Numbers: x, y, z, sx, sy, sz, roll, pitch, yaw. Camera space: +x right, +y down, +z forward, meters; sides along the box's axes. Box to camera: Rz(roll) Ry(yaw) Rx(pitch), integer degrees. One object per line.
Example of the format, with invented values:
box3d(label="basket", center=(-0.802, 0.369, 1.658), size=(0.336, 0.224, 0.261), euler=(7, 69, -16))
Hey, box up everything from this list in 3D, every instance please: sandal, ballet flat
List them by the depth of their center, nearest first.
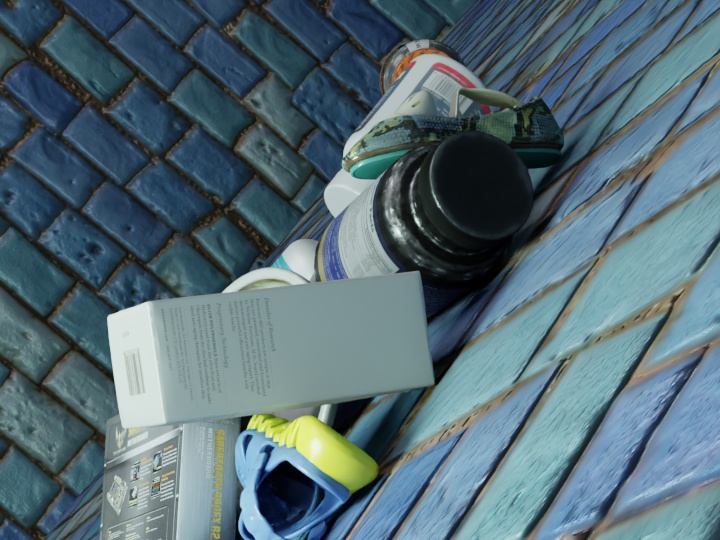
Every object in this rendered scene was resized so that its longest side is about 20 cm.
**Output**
box3d(label="sandal", center=(-0.056, 0.149, 1.239), size=(0.087, 0.079, 0.200), euler=(-54, 5, -14))
box3d(label="ballet flat", center=(0.069, -0.112, 1.456), size=(0.199, 0.075, 0.074), euler=(-4, -21, -30))

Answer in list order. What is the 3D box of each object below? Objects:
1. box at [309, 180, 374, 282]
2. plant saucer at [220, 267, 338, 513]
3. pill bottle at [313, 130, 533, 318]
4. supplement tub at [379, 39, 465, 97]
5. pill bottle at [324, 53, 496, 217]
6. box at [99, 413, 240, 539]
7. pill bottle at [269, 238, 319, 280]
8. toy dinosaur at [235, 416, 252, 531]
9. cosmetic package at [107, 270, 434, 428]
box3d(label="box", center=(0.000, 0.000, 1.551), size=(0.201, 0.049, 0.082), euler=(-59, 17, 7))
box3d(label="plant saucer", center=(-0.072, 0.099, 1.484), size=(0.200, 0.050, 0.201), euler=(-19, 64, 45))
box3d(label="pill bottle", center=(0.049, -0.029, 1.395), size=(0.112, 0.112, 0.200), euler=(-53, 7, -30))
box3d(label="supplement tub", center=(0.090, -0.266, 2.581), size=(0.123, 0.122, 0.200), euler=(-49, 5, 4))
box3d(label="pill bottle", center=(0.051, -0.131, 2.005), size=(0.200, 0.119, 0.120), euler=(-52, 6, -24))
box3d(label="box", center=(-0.152, 0.179, 1.423), size=(0.200, 0.048, 0.159), euler=(150, 126, -60))
box3d(label="pill bottle", center=(-0.057, 0.048, 1.705), size=(0.200, 0.111, 0.111), euler=(-49, 6, 8))
box3d(label="toy dinosaur", center=(-0.097, 0.096, 1.443), size=(0.088, 0.047, 0.201), euler=(27, 102, 42))
box3d(label="cosmetic package", center=(-0.061, 0.056, 1.252), size=(0.199, 0.085, 0.107), euler=(-7, -4, -25))
